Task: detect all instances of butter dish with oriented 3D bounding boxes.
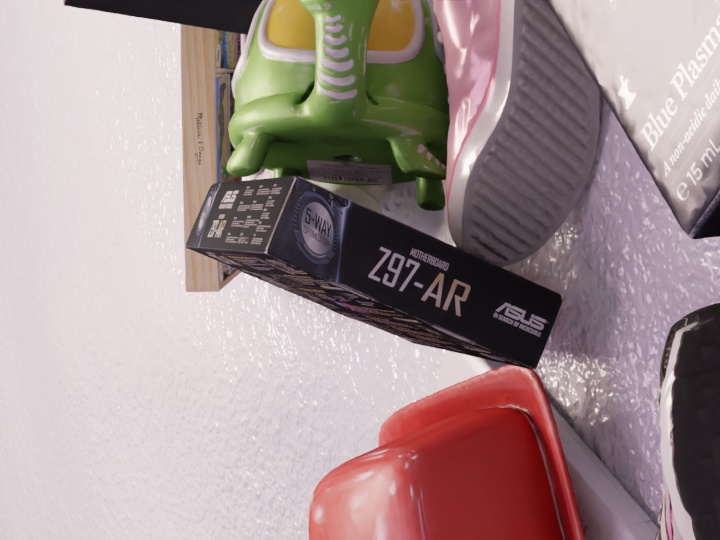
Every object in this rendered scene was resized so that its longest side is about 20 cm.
[{"bbox_3d":[0.028,0.169,0.930,0.199,0.148,0.200,-31,70,59],"label":"butter dish"}]

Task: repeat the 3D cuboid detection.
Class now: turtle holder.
[{"bbox_3d":[-0.015,-0.113,0.960,0.141,0.185,0.132,-3,77,32],"label":"turtle holder"}]

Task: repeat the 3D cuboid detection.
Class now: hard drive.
[{"bbox_3d":[0.098,0.142,0.976,0.200,0.027,0.132,50,139,44],"label":"hard drive"}]

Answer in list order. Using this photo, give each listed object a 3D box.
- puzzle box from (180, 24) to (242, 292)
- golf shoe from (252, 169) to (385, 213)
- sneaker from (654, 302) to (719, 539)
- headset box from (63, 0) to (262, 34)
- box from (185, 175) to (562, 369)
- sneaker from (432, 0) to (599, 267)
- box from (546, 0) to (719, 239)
[{"bbox_3d":[-0.105,-0.090,1.215,0.133,0.025,0.200,-65,-25,-82],"label":"puzzle box"},{"bbox_3d":[-0.030,-0.060,1.136,0.200,0.075,0.092,-4,70,65],"label":"golf shoe"},{"bbox_3d":[0.165,0.115,0.793,0.086,0.080,0.200,173,95,-73],"label":"sneaker"},{"bbox_3d":[-0.064,-0.231,1.006,0.174,0.200,0.093,121,150,-49],"label":"headset box"},{"bbox_3d":[0.000,0.000,0.944,0.044,0.160,0.200,-68,16,-5],"label":"box"},{"bbox_3d":[0.077,-0.107,0.903,0.105,0.075,0.201,-125,36,-52],"label":"sneaker"},{"bbox_3d":[0.169,-0.152,0.665,0.200,0.117,0.197,65,148,31],"label":"box"}]
